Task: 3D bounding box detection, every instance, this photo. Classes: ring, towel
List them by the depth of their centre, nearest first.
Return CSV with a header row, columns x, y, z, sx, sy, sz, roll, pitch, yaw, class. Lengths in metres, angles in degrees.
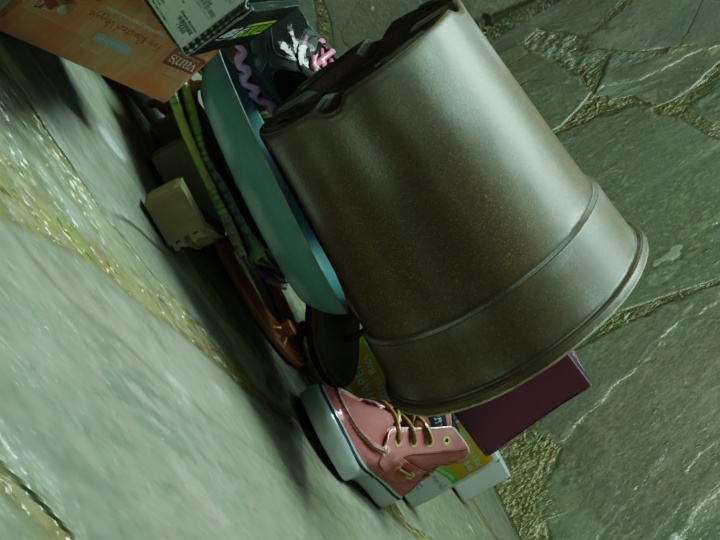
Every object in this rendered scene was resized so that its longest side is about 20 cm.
x,y,z,sx,sy,sz,roll,pitch,yaw,class
-0.090,-0.061,0.868,0.200,0.022,0.145,59,7,-83,towel
-0.088,-0.015,0.973,0.202,0.019,0.200,62,4,-7,ring

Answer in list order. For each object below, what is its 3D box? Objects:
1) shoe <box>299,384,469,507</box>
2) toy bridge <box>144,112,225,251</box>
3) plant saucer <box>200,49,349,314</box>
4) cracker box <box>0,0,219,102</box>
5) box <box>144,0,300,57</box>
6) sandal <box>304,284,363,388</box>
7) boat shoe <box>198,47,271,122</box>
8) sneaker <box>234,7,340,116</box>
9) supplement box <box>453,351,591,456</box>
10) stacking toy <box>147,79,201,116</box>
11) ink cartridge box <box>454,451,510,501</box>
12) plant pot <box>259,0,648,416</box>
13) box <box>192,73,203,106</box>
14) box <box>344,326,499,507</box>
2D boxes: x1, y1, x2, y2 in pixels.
x,y,z,sx,sy,sz,roll,pitch,yaw,class
0.023,0.119,0.936,0.072,0.090,0.200,62,3,29,shoe
-0.114,-0.054,0.817,0.068,0.027,0.200,63,3,-22,toy bridge
-0.062,-0.057,0.833,0.200,0.027,0.203,-26,91,-89,plant saucer
-0.166,-0.202,0.675,0.133,0.057,0.202,18,41,-58,cracker box
-0.111,-0.206,0.618,0.201,0.047,0.193,56,12,-8,box
0.000,0.000,0.986,0.081,0.054,0.204,-7,109,-64,sandal
-0.128,-0.199,0.935,0.201,0.075,0.075,37,-16,14,boat shoe
-0.019,-0.123,0.865,0.201,0.094,0.080,61,38,-38,sneaker
0.117,0.055,1.086,0.086,0.110,0.201,51,11,-23,supplement box
-0.144,-0.169,0.847,0.201,0.115,0.111,79,-13,-64,stacking toy
0.131,0.217,1.806,0.202,0.083,0.146,64,4,36,ink cartridge box
0.049,-0.049,0.778,0.200,0.199,0.200,55,5,-15,plant pot
-0.090,-0.146,1.055,0.202,0.108,0.128,58,-4,-4,box
0.042,0.110,1.204,0.201,0.100,0.113,64,4,37,box
